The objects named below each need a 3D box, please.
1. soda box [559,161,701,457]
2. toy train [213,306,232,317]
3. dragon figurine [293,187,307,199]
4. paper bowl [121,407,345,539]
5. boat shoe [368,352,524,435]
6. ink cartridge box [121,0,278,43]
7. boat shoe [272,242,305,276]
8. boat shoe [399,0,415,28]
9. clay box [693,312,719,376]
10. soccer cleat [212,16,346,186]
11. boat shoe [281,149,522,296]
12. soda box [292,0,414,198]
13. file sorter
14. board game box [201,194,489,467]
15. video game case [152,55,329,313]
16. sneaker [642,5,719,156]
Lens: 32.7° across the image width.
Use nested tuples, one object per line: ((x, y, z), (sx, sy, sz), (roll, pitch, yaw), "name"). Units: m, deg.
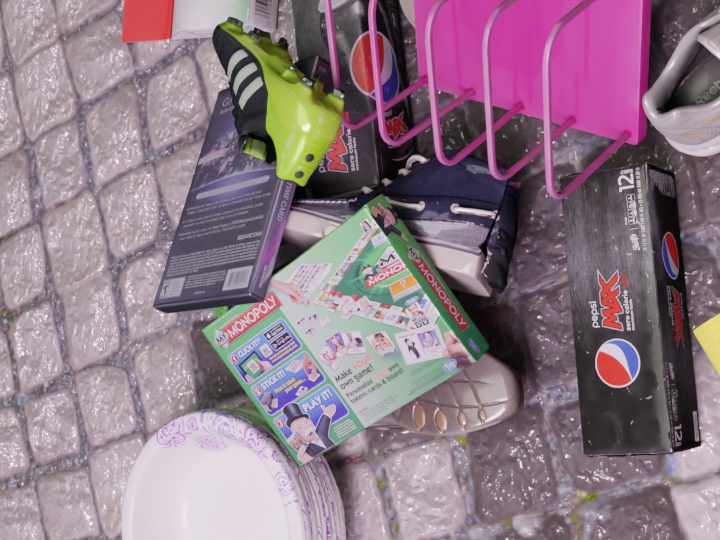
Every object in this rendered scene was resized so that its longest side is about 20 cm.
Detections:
((0.192, 0.029, 0.876), (0.070, 0.063, 0.202), (-8, 82, 34), "soda box")
((-0.100, 0.047, 1.065), (0.200, 0.041, 0.057), (53, 149, 41), "toy train")
((-0.075, -0.110, 1.062), (0.099, 0.059, 0.202), (-10, 62, 33), "dragon figurine")
((-0.098, 0.217, 1.039), (0.199, 0.104, 0.203), (-2, 86, 33), "paper bowl")
((0.048, 0.092, 0.967), (0.199, 0.073, 0.075), (-3, 83, 40), "boat shoe")
((-0.160, -0.299, 1.145), (0.198, 0.050, 0.163), (4, 89, 32), "ink cartridge box")
((0.000, 0.000, 1.003), (0.199, 0.073, 0.066), (-15, 75, 34), "boat shoe")
((0.119, -0.205, 0.956), (0.199, 0.073, 0.063), (18, 54, 39), "boat shoe")
((0.268, 0.074, 0.740), (0.047, 0.199, 0.116), (-38, 67, 26), "clay box")
((-0.075, -0.132, 0.927), (0.082, 0.067, 0.200), (-62, 34, 16), "soccer cleat")
((0.030, -0.047, 0.931), (0.198, 0.075, 0.094), (14, 76, 24), "boat shoe")
((-0.006, -0.158, 1.013), (0.070, 0.063, 0.202), (-11, 82, 33), "soda box")
((0.086, -0.152, 0.868), (0.199, 0.125, 0.140), (22, 134, 35), "file sorter")
((-0.016, 0.051, 0.916), (0.199, 0.029, 0.135), (-35, 91, 37), "board game box")
((-0.096, -0.066, 0.980), (0.142, 0.019, 0.202), (-8, 61, 50), "video game case")
((0.268, -0.161, 0.818), (0.076, 0.092, 0.201), (47, 112, 26), "sneaker")
